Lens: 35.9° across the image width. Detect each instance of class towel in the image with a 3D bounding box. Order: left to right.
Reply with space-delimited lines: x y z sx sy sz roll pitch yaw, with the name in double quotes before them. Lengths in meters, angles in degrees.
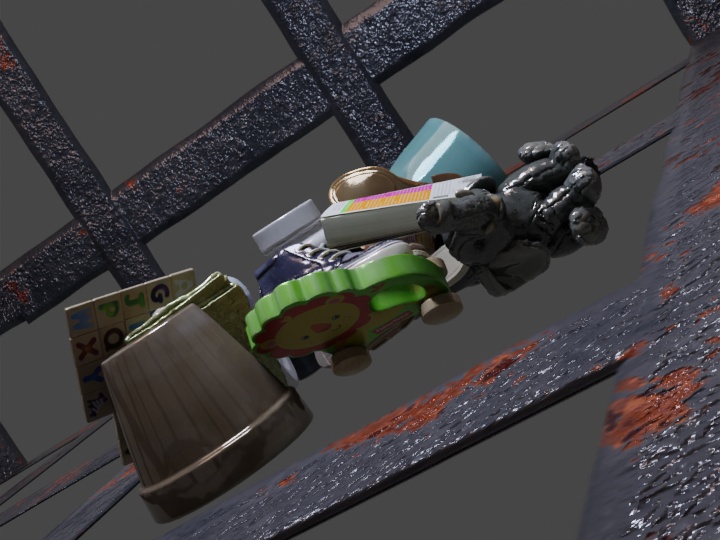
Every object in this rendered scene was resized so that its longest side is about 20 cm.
"towel" -0.169 0.114 1.291 0.148 0.200 0.036 -33 28 -13

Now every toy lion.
"toy lion" -0.016 0.041 1.189 0.200 0.069 0.192 -31 -28 19

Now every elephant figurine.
"elephant figurine" 0.138 -0.047 1.138 0.200 0.156 0.141 -25 24 -14

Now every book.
"book" 0.058 -0.080 1.413 0.199 0.048 0.134 -11 15 10

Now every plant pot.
"plant pot" -0.179 0.138 1.173 0.200 0.174 0.200 -34 4 3
"plant pot" 0.121 -0.107 1.716 0.161 0.201 0.201 -45 6 -9

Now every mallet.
"mallet" -0.082 0.130 1.562 0.041 0.066 0.200 -32 -11 -8

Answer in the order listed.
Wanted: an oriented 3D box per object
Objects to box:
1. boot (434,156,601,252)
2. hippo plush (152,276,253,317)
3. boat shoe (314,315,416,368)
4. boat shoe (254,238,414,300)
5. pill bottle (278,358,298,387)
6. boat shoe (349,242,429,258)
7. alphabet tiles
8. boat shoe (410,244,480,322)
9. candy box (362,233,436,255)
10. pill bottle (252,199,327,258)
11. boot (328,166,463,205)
"boot" 0.205 -0.076 1.431 0.200 0.077 0.168 -28 -4 -43
"hippo plush" -0.197 0.096 1.671 0.159 0.201 0.161 -1 24 31
"boat shoe" 0.010 0.069 1.368 0.072 0.076 0.200 5 -26 -33
"boat shoe" -0.038 -0.004 1.263 0.200 0.093 0.075 -32 -21 22
"pill bottle" -0.190 0.151 1.408 0.200 0.114 0.114 -33 4 2
"boat shoe" -0.004 -0.002 1.388 0.202 0.075 0.075 -24 -28 30
"alphabet tiles" -0.245 0.115 1.272 0.167 0.201 0.008 -20 21 -39
"boat shoe" 0.088 0.028 1.393 0.063 0.073 0.200 17 -35 -32
"candy box" 0.061 -0.011 1.576 0.115 0.055 0.200 10 -26 -39
"pill bottle" -0.052 0.011 1.513 0.114 0.200 0.114 -32 4 3
"boot" 0.064 -0.083 1.562 0.199 0.074 0.155 2 -16 11
